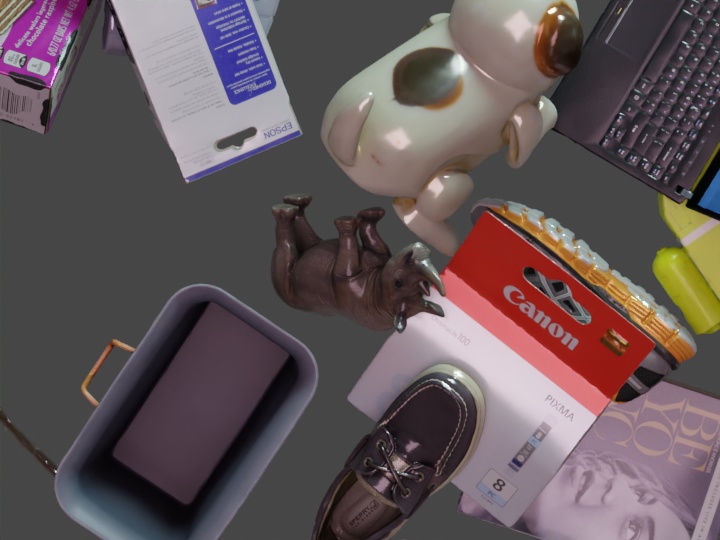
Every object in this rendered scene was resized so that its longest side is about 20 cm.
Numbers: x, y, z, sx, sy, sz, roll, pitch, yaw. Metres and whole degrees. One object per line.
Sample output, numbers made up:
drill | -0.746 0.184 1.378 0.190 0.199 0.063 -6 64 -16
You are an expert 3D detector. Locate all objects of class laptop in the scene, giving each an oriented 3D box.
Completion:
laptop | 0.256 -0.141 1.604 0.200 0.103 0.178 32 89 10

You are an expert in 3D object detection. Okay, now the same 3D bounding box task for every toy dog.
toy dog | 0.069 -0.142 1.586 0.200 0.194 0.140 -44 56 11

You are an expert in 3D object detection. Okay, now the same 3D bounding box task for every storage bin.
storage bin | -0.133 0.104 1.647 0.145 0.134 0.200 34 95 -3

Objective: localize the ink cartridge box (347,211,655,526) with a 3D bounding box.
ink cartridge box | 0.100 0.076 1.623 0.160 0.047 0.200 39 132 6

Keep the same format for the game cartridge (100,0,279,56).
game cartridge | -0.117 -0.254 1.643 0.133 0.041 0.201 4 99 -20

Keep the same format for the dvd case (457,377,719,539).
dvd case | 0.191 0.147 1.705 0.199 0.016 0.149 18 96 -1

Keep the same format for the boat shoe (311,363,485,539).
boat shoe | 0.025 0.151 1.642 0.072 0.065 0.200 42 127 6

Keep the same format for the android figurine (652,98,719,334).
android figurine | 0.307 -0.034 1.674 0.182 0.041 0.200 -33 96 4

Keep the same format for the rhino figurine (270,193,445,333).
rhino figurine | 0.000 0.000 1.621 0.060 0.200 0.088 -14 107 -37

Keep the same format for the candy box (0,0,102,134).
candy box | -0.301 -0.196 1.620 0.199 0.061 0.137 17 54 -1

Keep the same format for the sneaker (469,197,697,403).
sneaker | 0.156 0.021 1.660 0.200 0.078 0.077 40 103 3

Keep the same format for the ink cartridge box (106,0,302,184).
ink cartridge box | -0.124 -0.174 1.617 0.099 0.039 0.201 -23 103 -11
